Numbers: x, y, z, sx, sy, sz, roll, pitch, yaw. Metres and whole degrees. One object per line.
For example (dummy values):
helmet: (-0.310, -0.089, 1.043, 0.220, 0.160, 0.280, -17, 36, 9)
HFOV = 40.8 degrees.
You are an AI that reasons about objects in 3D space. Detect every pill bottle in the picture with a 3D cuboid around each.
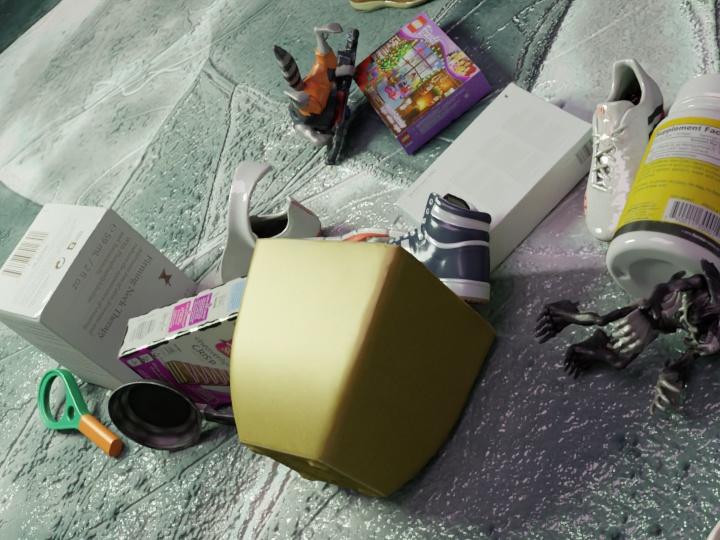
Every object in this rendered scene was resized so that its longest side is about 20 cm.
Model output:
pill bottle: (0.308, -0.073, 0.888, 0.113, 0.114, 0.202, 6, 59, 42)

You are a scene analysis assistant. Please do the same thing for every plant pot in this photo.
plant pot: (-0.016, 0.104, 0.954, 0.194, 0.194, 0.202, 5, 66, 41)

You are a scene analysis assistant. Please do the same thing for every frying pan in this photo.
frying pan: (-0.207, 0.155, 1.120, 0.188, 0.115, 0.031, -21, 32, 24)

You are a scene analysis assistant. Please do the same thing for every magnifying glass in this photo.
magnifying glass: (-0.373, 0.192, 1.280, 0.199, 0.022, 0.081, 25, 102, 44)

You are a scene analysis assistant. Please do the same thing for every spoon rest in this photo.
spoon rest: (-0.130, -0.026, 1.161, 0.098, 0.203, 0.061, 10, 31, 22)

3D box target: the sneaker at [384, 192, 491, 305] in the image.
sneaker: (0.056, -0.026, 1.023, 0.198, 0.070, 0.110, 5, 88, 41)

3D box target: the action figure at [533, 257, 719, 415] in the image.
action figure: (0.253, 0.060, 0.824, 0.198, 0.119, 0.102, -10, 33, 45)

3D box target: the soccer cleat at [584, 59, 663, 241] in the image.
soccer cleat: (0.261, -0.123, 0.980, 0.068, 0.085, 0.202, -1, 56, 39)

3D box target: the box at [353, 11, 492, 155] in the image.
box: (0.075, -0.254, 1.295, 0.136, 0.039, 0.201, -38, 40, 6)

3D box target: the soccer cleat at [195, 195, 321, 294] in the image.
soccer cleat: (-0.141, -0.025, 1.240, 0.198, 0.085, 0.069, -29, 42, 16)

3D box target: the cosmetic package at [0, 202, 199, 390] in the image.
cosmetic package: (-0.345, 0.038, 1.264, 0.165, 0.200, 0.169, 6, 60, 43)

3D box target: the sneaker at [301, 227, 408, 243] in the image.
sneaker: (0.000, 0.000, 1.132, 0.198, 0.077, 0.083, -8, 76, 37)

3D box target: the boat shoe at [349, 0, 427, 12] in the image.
boat shoe: (0.048, -0.440, 1.450, 0.198, 0.074, 0.076, -1, 55, 39)

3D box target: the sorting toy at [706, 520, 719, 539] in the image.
sorting toy: (0.369, 0.187, 0.635, 0.180, 0.107, 0.199, -46, 39, -14)

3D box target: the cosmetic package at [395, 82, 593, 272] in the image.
cosmetic package: (0.154, -0.104, 1.090, 0.200, 0.052, 0.151, -45, 43, -1)

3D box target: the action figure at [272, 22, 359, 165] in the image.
action figure: (-0.060, -0.257, 1.303, 0.103, 0.194, 0.203, 9, 71, 1)

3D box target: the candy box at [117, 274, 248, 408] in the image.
candy box: (-0.158, 0.089, 1.116, 0.198, 0.137, 0.062, -20, 43, 26)
